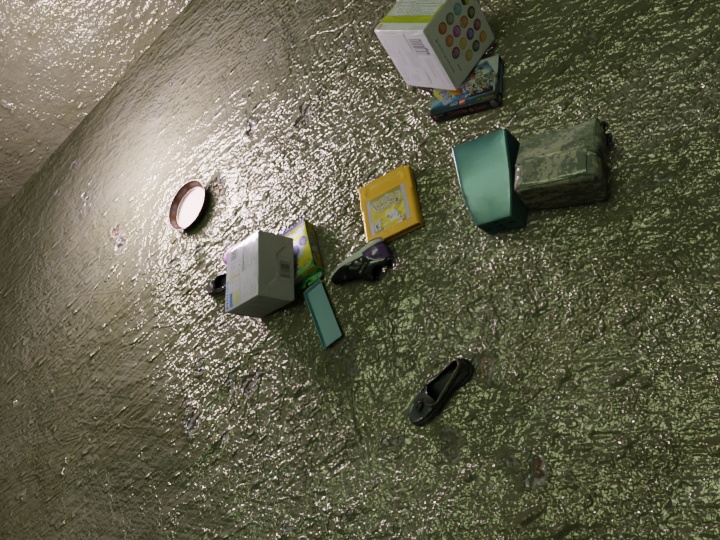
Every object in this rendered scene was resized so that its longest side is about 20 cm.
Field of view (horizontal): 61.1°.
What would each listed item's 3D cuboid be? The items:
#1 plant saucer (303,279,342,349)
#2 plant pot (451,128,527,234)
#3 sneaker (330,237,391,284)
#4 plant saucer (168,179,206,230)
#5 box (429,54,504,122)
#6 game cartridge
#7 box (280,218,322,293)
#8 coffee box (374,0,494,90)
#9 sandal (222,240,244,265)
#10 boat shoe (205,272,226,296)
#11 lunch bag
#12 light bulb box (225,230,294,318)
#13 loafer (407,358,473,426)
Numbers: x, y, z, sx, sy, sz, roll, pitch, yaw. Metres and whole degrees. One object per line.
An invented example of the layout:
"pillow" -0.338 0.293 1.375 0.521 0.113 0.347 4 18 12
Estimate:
"plant saucer" -0.105 0.122 1.716 0.070 0.019 0.201 -38 54 19
"plant pot" 0.318 -0.199 1.452 0.140 0.141 0.203 -14 70 32
"sneaker" 0.000 0.000 1.653 0.199 0.075 0.088 -38 72 32
"plant saucer" -0.635 -0.238 2.266 0.198 0.034 0.203 -16 61 32
"box" 0.288 -0.493 1.662 0.198 0.038 0.139 -6 67 36
"game cartridge" 0.080 -0.178 1.693 0.175 0.032 0.202 -25 59 27
"box" -0.180 -0.041 1.825 0.117 0.048 0.202 -32 56 24
"coffee box" 0.202 -0.637 1.648 0.199 0.200 0.199 25 73 48
"sandal" -0.384 -0.063 1.987 0.201 0.050 0.084 -11 65 34
"boat shoe" -0.446 0.034 1.988 0.198 0.057 0.068 -16 62 31
"lunch bag" 0.451 -0.243 1.363 0.198 0.139 0.170 -7 67 34
"light bulb box" -0.299 0.016 1.800 0.199 0.124 0.201 -26 59 47
"loafer" 0.172 0.274 1.408 0.200 0.063 0.072 -49 50 10
